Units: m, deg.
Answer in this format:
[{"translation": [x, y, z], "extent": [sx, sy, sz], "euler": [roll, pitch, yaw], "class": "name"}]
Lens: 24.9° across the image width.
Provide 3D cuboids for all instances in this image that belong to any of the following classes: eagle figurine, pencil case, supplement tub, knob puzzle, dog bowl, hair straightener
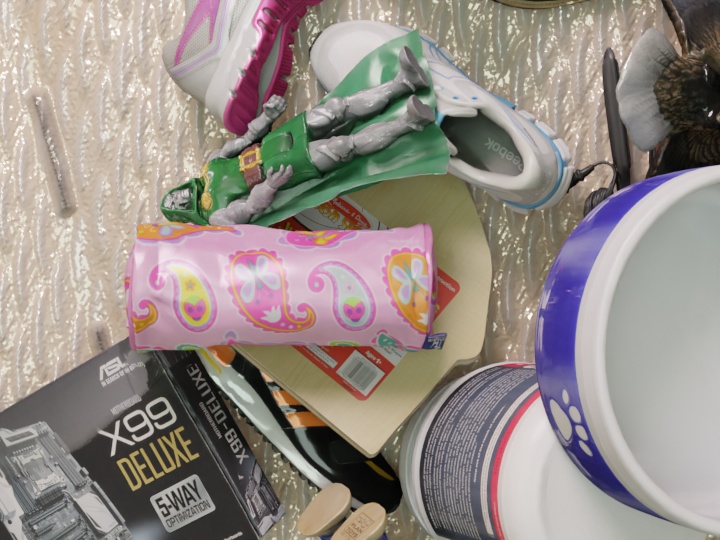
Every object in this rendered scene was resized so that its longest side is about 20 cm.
[{"translation": [0.225, -0.110, 1.007], "extent": [0.151, 0.200, 0.151], "euler": [-40, 102, 0], "class": "eagle figurine"}, {"translation": [-0.048, 0.013, 1.020], "extent": [0.198, 0.087, 0.089], "euler": [1, 95, -6], "class": "pencil case"}, {"translation": [0.116, 0.129, 1.023], "extent": [0.139, 0.200, 0.142], "euler": [0, 89, -20], "class": "supplement tub"}, {"translation": [0.000, 0.000, 1.092], "extent": [0.217, 0.031, 0.222], "euler": [2, 65, -4], "class": "knob puzzle"}, {"translation": [0.199, 0.043, 0.906], "extent": [0.198, 0.079, 0.203], "euler": [0, 90, -20], "class": "dog bowl"}, {"translation": [0.169, -0.051, 1.107], "extent": [0.076, 0.041, 0.202], "euler": [0, 99, 5], "class": "hair straightener"}]

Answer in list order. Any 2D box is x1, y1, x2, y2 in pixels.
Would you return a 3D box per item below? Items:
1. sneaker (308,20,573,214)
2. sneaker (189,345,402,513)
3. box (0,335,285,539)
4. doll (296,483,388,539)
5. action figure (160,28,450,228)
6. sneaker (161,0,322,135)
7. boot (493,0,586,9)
[{"translation": [0.047, -0.109, 1.071], "extent": [0.199, 0.087, 0.075], "euler": [31, 99, 15], "class": "sneaker"}, {"translation": [-0.032, 0.077, 1.111], "extent": [0.200, 0.070, 0.090], "euler": [44, 100, 2], "class": "sneaker"}, {"translation": [-0.171, 0.143, 1.110], "extent": [0.199, 0.050, 0.159], "euler": [-28, 92, 25], "class": "box"}, {"translation": [0.038, 0.231, 1.090], "extent": [0.048, 0.136, 0.201], "euler": [-46, 123, -17], "class": "doll"}, {"translation": [-0.044, -0.073, 1.045], "extent": [0.199, 0.055, 0.119], "euler": [-25, 48, 21], "class": "action figure"}, {"translation": [-0.072, -0.196, 1.086], "extent": [0.088, 0.081, 0.201], "euler": [24, 83, 22], "class": "sneaker"}, {"translation": [0.096, -0.215, 1.036], "extent": [0.198, 0.138, 0.078], "euler": [3, 92, -7], "class": "boot"}]
